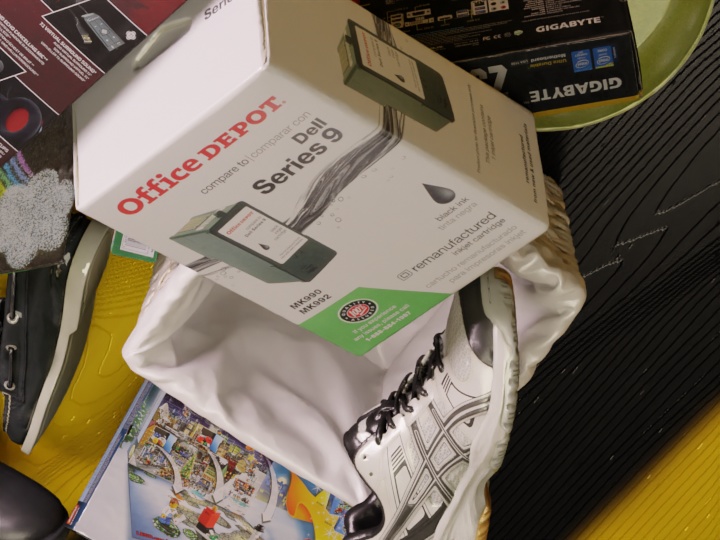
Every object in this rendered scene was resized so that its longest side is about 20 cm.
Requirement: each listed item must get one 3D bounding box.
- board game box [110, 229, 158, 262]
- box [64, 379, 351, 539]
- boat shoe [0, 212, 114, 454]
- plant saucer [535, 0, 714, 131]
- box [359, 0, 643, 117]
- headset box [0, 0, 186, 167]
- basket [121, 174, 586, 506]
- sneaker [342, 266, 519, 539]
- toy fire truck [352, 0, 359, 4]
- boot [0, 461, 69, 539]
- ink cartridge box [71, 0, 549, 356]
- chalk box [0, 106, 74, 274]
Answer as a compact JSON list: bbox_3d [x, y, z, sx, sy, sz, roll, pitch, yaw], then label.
[{"bbox_3d":[-0.101,-0.123,1.616,0.029,0.135,0.201,14,118,-2],"label":"board game box"},{"bbox_3d":[-0.063,0.147,1.768,0.200,0.038,0.137,31,80,-12],"label":"box"},{"bbox_3d":[-0.200,0.033,1.723,0.066,0.075,0.200,22,142,1],"label":"boat shoe"},{"bbox_3d":[0.104,-0.177,1.635,0.199,0.031,0.201,1,116,3],"label":"plant saucer"},{"bbox_3d":[0.045,-0.139,1.544,0.199,0.160,0.049,-10,127,4],"label":"box"},{"bbox_3d":[-0.141,-0.154,1.430,0.200,0.149,0.075,-40,110,20],"label":"headset box"},{"bbox_3d":[0.000,0.000,1.658,0.200,0.161,0.198,33,114,-12],"label":"basket"},{"bbox_3d":[0.036,0.087,1.571,0.087,0.076,0.201,9,118,-2],"label":"sneaker"},{"bbox_3d":[0.007,-0.211,1.534,0.140,0.201,0.049,-7,138,17],"label":"toy fire truck"},{"bbox_3d":[-0.261,0.076,1.727,0.164,0.066,0.201,13,130,18],"label":"boot"},{"bbox_3d":[-0.027,-0.056,1.438,0.200,0.084,0.146,28,132,-36],"label":"ink cartridge box"},{"bbox_3d":[-0.267,-0.069,1.566,0.199,0.124,0.125,-9,125,-36],"label":"chalk box"}]
